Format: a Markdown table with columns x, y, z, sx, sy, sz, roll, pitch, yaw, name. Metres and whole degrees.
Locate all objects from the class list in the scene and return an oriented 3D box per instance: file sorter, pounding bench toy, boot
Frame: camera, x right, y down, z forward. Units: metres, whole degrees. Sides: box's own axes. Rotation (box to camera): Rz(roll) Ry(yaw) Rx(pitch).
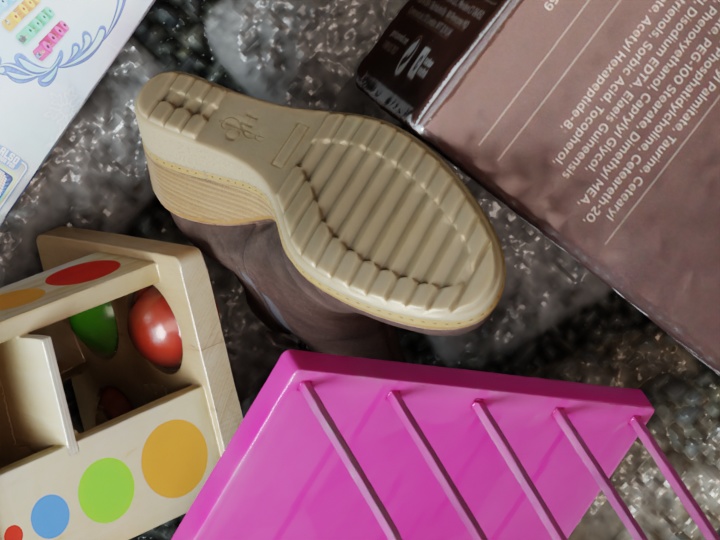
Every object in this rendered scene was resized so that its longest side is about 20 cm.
| x | y | z | sx | sy | sz | roll | pitch | yaw | name |
| --- | --- | --- | --- | --- | --- | --- | --- | --- | --- |
| 0.040 | 0.134 | 1.190 | 0.199 | 0.126 | 0.139 | 8 | 126 | -38 | file sorter |
| -0.156 | 0.059 | 1.259 | 0.155 | 0.200 | 0.125 | -23 | 108 | -32 | pounding bench toy |
| 0.000 | 0.000 | 1.197 | 0.072 | 0.200 | 0.167 | -49 | 145 | -14 | boot |

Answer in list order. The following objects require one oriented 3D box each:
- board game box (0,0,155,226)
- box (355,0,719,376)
| x | y | z | sx | sy | sz | roll | pitch | yaw | name |
| --- | --- | --- | --- | --- | --- | --- | --- | --- | --- |
| -0.185 | -0.154 | 1.243 | 0.199 | 0.043 | 0.199 | 35 | 99 | -11 | board game box |
| 0.131 | -0.077 | 1.216 | 0.200 | 0.166 | 0.165 | 37 | 93 | -13 | box |
